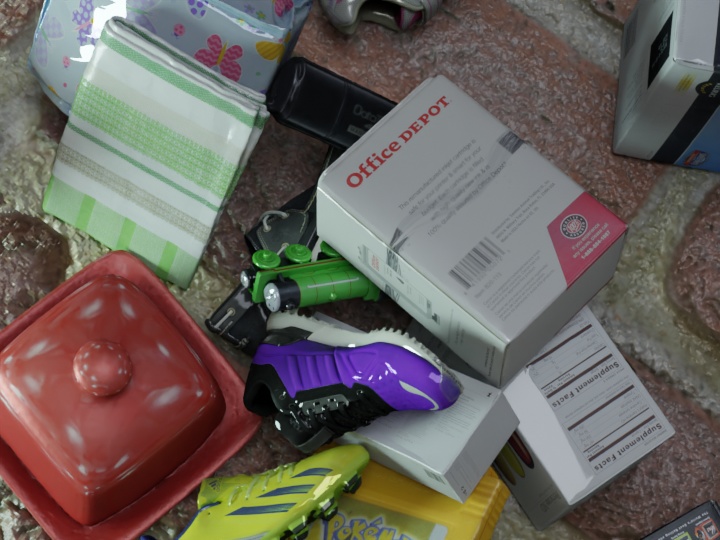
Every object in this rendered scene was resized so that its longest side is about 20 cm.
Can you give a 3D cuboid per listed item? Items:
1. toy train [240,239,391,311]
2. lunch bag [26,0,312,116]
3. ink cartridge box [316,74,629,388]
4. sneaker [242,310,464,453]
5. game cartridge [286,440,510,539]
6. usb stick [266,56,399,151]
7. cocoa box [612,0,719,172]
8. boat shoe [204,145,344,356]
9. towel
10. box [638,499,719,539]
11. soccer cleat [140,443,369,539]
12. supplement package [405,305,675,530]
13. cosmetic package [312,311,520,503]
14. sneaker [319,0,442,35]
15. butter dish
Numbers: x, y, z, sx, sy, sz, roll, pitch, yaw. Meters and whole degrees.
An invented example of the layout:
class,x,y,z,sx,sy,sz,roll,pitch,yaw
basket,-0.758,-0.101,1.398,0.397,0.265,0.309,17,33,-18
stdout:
class,x,y,z,sx,sy,sz,roll,pitch,yaw
toy train,0.000,0.000,1.600,0.199,0.042,0.056,-11,43,-28
lunch bag,-0.158,-0.193,1.629,0.199,0.170,0.127,26,31,0
ink cartridge box,0.083,-0.033,1.549,0.200,0.083,0.146,40,67,18
sneaker,-0.012,0.097,1.523,0.199,0.070,0.100,9,61,44
game cartridge,0.005,0.224,1.552,0.175,0.032,0.201,12,68,35
usb stick,0.003,-0.120,1.645,0.199,0.032,0.056,21,89,-43
cocoa box,0.301,-0.180,1.675,0.130,0.200,0.134,10,71,-4
boat shoe,-0.060,-0.025,1.649,0.067,0.072,0.201,27,73,-2
towel,-0.166,-0.093,1.605,0.149,0.201,0.031,31,39,4
box,0.235,0.299,1.597,0.199,0.049,0.162,-26,80,-14
soccer cleat,-0.085,0.184,1.558,0.200,0.065,0.084,-35,75,7
supplement package,0.142,0.089,1.617,0.109,0.114,0.201,-31,78,-16
cosmetic package,0.022,0.105,1.576,0.199,0.051,0.083,22,69,40
sneaker,0.050,-0.252,1.736,0.198,0.081,0.089,-14,76,-3
butter dish,-0.199,0.091,1.557,0.200,0.148,0.200,-39,80,-16
